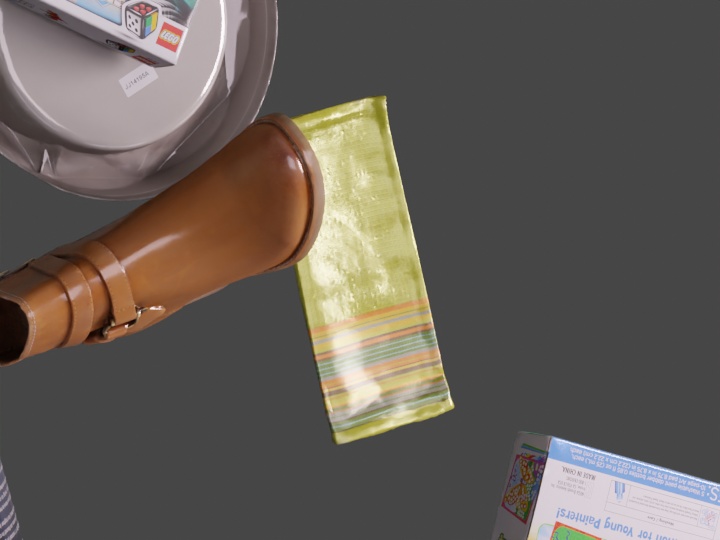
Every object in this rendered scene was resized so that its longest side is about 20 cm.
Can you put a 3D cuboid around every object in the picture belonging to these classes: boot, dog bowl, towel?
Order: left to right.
[{"bbox_3d":[-0.146,-0.138,1.349,0.200,0.059,0.200,-2,94,-30],"label":"dog bowl"},{"bbox_3d":[-0.116,-0.006,1.294,0.155,0.200,0.074,-20,76,-36],"label":"boot"},{"bbox_3d":[0.000,0.000,1.466,0.086,0.018,0.200,-18,101,-30],"label":"towel"}]

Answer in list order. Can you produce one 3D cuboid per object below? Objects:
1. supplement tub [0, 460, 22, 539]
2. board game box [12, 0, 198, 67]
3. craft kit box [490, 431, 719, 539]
[{"bbox_3d":[-0.252,0.118,1.251,0.140,0.140,0.200,-19,102,-28],"label":"supplement tub"},{"bbox_3d":[-0.165,-0.204,1.281,0.200,0.035,0.126,24,80,-29],"label":"board game box"},{"bbox_3d":[0.165,0.221,1.560,0.200,0.048,0.198,18,81,-30],"label":"craft kit box"}]
